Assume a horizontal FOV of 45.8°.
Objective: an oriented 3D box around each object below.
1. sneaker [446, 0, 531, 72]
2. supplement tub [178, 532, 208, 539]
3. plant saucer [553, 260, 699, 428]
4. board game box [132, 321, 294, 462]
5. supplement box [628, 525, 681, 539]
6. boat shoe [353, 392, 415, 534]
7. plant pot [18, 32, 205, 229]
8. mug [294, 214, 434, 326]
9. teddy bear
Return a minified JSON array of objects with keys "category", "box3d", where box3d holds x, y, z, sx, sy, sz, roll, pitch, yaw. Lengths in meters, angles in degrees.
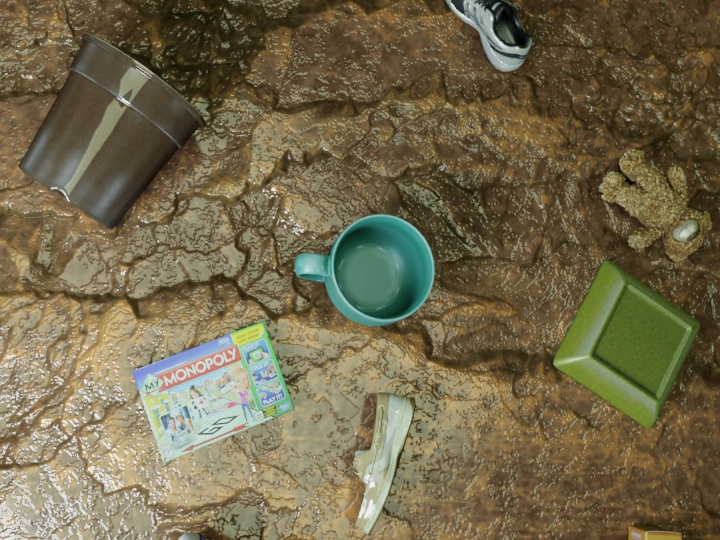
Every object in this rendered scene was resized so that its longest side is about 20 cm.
[{"category":"sneaker","box3d":[0.208,-0.419,1.361,0.075,0.088,0.201,-38,89,-12]},{"category":"supplement tub","box3d":[-0.178,0.454,1.122,0.198,0.145,0.147,29,77,-6]},{"category":"plant saucer","box3d":[0.435,0.114,1.350,0.198,0.048,0.201,33,77,-6]},{"category":"board game box","box3d":[-0.209,0.172,1.216,0.197,0.029,0.137,-21,87,-14]},{"category":"supplement box","box3d":[0.441,0.494,1.287,0.068,0.067,0.204,9,79,-7]},{"category":"boat shoe","box3d":[0.023,0.275,1.234,0.065,0.074,0.203,18,77,4]},{"category":"plant pot","box3d":[-0.347,-0.179,1.165,0.199,0.200,0.200,33,85,-5]},{"category":"mug","box3d":[0.010,-0.005,1.244,0.184,0.114,0.153,37,77,-4]},{"category":"teddy bear","box3d":[0.482,-0.105,1.382,0.144,0.067,0.202,-31,88,-12]}]
